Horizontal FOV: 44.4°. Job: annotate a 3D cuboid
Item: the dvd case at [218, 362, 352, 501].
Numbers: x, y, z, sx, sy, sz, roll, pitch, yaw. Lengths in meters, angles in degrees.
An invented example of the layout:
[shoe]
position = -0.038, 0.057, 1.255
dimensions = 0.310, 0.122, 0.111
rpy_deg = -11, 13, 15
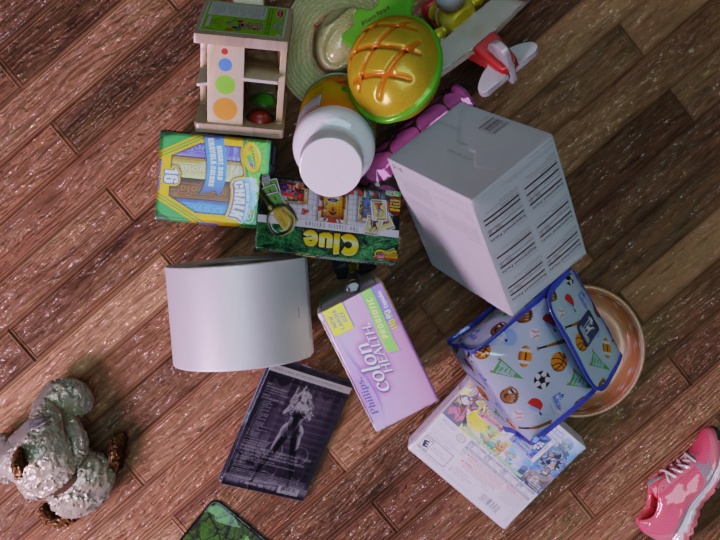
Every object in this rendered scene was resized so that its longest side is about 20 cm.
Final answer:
[dvd case]
position = -0.108, 0.236, 1.310
dimensions = 0.148, 0.016, 0.202
rpy_deg = 21, 94, -32

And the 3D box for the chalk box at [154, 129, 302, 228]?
[chalk box]
position = -0.180, -0.125, 1.257
dimensions = 0.198, 0.125, 0.125
rpy_deg = 6, 94, -2

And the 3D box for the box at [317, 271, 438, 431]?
[box]
position = 0.020, 0.105, 1.246
dimensions = 0.096, 0.200, 0.177
rpy_deg = -26, 94, 0

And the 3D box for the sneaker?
[sneaker]
position = 0.487, 0.325, 1.345
dimensions = 0.086, 0.074, 0.202
rpy_deg = 22, 93, -2

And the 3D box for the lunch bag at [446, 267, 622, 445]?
[lunch bag]
position = 0.253, 0.111, 1.226
dimensions = 0.199, 0.124, 0.171
rpy_deg = -35, 102, -11

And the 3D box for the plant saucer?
[plant saucer]
position = 0.330, 0.121, 1.341
dimensions = 0.198, 0.037, 0.203
rpy_deg = 0, 94, -3

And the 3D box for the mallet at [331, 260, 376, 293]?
[mallet]
position = 0.000, 0.000, 1.238
dimensions = 0.065, 0.200, 0.042
rpy_deg = -18, 101, -4

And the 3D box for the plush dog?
[plush dog]
position = -0.431, 0.285, 1.280
dimensions = 0.200, 0.161, 0.172
rpy_deg = -45, 118, 1

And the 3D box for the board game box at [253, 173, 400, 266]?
[board game box]
position = -0.043, -0.067, 1.201
dimensions = 0.198, 0.023, 0.106
rpy_deg = 5, 81, -14

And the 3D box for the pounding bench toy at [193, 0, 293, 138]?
[pounding bench toy]
position = -0.162, -0.293, 1.253
dimensions = 0.123, 0.201, 0.157
rpy_deg = 4, 126, -4

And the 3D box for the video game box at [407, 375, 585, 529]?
[video game box]
position = 0.202, 0.258, 1.327
dimensions = 0.200, 0.047, 0.182
rpy_deg = 40, 106, -5

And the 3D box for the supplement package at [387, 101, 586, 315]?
[supplement package]
position = 0.172, -0.087, 1.194
dimensions = 0.147, 0.191, 0.201
rpy_deg = -37, 128, -14

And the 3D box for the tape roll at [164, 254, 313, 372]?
[tape roll]
position = -0.168, 0.055, 1.233
dimensions = 0.200, 0.203, 0.141
rpy_deg = -3, 95, -2

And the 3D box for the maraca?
[maraca]
position = 0.038, -0.279, 1.148
dimensions = 0.136, 0.107, 0.202
rpy_deg = -26, 60, 18

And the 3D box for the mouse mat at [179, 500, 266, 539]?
[mouse mat]
position = -0.227, 0.475, 1.360
dimensions = 0.161, 0.008, 0.200
rpy_deg = 40, 93, -5

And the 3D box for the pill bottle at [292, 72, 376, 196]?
[pill bottle]
position = -0.033, -0.182, 1.194
dimensions = 0.110, 0.201, 0.112
rpy_deg = 1, 122, 2

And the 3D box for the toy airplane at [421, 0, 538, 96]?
[toy airplane]
position = 0.147, -0.332, 1.205
dimensions = 0.141, 0.197, 0.201
rpy_deg = 51, 47, -40

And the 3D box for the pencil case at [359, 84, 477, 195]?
[pencil case]
position = 0.081, -0.182, 1.282
dimensions = 0.199, 0.094, 0.091
rpy_deg = -38, 96, -1

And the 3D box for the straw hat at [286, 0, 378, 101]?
[straw hat]
position = -0.026, -0.328, 1.267
dimensions = 0.199, 0.085, 0.204
rpy_deg = 0, 94, -2
